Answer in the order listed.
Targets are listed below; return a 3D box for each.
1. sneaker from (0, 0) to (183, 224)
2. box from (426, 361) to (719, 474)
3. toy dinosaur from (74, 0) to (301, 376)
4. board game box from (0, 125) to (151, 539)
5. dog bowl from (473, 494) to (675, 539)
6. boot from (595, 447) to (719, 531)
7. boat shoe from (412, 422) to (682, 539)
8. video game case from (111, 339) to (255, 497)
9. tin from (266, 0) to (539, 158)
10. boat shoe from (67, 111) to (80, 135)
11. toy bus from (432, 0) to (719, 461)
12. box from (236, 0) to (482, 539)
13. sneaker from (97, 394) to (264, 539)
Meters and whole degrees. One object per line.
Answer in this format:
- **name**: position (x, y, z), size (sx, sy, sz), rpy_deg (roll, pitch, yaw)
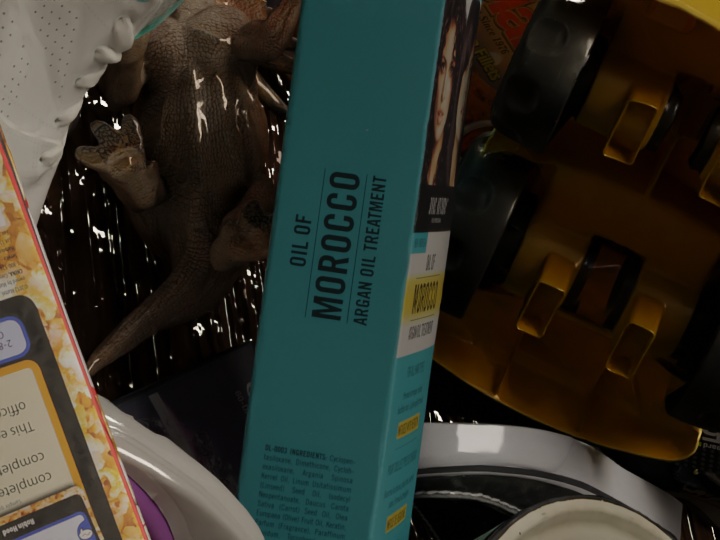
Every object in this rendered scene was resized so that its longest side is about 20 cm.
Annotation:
- **sneaker**: position (-0.098, -0.078, 0.714), size (0.088, 0.201, 0.075), rpy_deg (0, 36, -8)
- **box**: position (0.147, 0.011, 0.995), size (0.200, 0.192, 0.048), rpy_deg (-57, 151, -53)
- **toy dinosaur**: position (-0.059, -0.046, 0.850), size (0.085, 0.136, 0.201), rpy_deg (8, 76, -4)
- **board game box**: position (-0.132, 0.080, 0.590), size (0.151, 0.046, 0.201), rpy_deg (-18, 81, -17)
- **dog bowl**: position (0.063, 0.184, 0.810), size (0.200, 0.074, 0.201), rpy_deg (18, 65, -44)
- **boot**: position (0.194, 0.055, 1.044), size (0.203, 0.153, 0.074), rpy_deg (29, 44, -42)
- **boat shoe**: position (0.068, 0.109, 0.911), size (0.199, 0.073, 0.068), rpy_deg (31, 59, -55)
- **video game case**: position (-0.063, 0.113, 0.771), size (0.200, 0.019, 0.143), rpy_deg (-24, 86, -58)
- **tin**: position (0.028, -0.099, 0.950), size (0.200, 0.112, 0.042), rpy_deg (51, 30, -44)
- **boat shoe**: position (-0.146, -0.134, 0.791), size (0.201, 0.074, 0.073), rpy_deg (64, 27, -5)
- **toy bus**: position (0.122, -0.059, 0.867), size (0.135, 0.200, 0.192), rpy_deg (25, 44, 2)
- **box**: position (0.000, 0.000, 0.770), size (0.082, 0.049, 0.201), rpy_deg (-11, 109, -79)
- **sneaker**: position (-0.109, 0.037, 0.685), size (0.200, 0.075, 0.100), rpy_deg (32, 33, -12)
